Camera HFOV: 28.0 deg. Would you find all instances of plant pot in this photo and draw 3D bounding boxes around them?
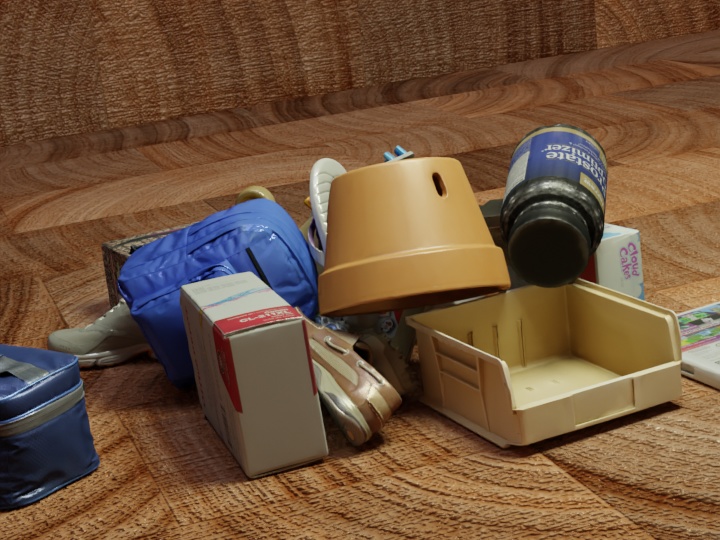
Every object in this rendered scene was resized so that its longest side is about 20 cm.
[{"bbox_3d":[0.046,-0.035,1.496,0.200,0.140,0.200,-9,-6,-1],"label":"plant pot"}]

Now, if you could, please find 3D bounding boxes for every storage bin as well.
[{"bbox_3d":[0.182,0.088,1.430,0.200,0.094,0.199,-13,16,-24],"label":"storage bin"}]

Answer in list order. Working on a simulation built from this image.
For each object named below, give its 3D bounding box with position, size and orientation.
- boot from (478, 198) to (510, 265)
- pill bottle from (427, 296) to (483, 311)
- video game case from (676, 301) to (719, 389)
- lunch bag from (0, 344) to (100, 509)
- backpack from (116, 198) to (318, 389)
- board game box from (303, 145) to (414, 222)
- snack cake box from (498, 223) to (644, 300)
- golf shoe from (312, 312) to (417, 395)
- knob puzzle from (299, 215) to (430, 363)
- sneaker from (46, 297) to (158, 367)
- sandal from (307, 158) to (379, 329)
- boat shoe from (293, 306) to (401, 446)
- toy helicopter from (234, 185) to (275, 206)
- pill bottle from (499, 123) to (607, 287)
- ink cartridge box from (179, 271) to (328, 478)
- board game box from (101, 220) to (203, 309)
[{"bbox_3d":[0.122,-0.042,1.728,0.074,0.076,0.200,-34,24,-33],"label":"boot"},{"bbox_3d":[0.040,0.012,1.714,0.200,0.120,0.120,2,17,29],"label":"pill bottle"},{"bbox_3d":[0.404,0.072,1.530,0.200,0.023,0.182,-15,17,-23],"label":"video game case"},{"bbox_3d":[-0.364,0.137,1.410,0.200,0.132,0.136,5,19,35],"label":"lunch bag"},{"bbox_3d":[-0.144,0.030,1.593,0.200,0.163,0.168,-25,24,6],"label":"backpack"},{"bbox_3d":[-0.030,-0.061,1.890,0.026,0.200,0.200,41,39,18],"label":"board game box"},{"bbox_3d":[0.241,-0.002,1.689,0.067,0.115,0.200,-15,18,-28],"label":"snack cake box"},{"bbox_3d":[-0.019,0.108,1.526,0.097,0.078,0.200,-35,22,-22],"label":"golf shoe"},{"bbox_3d":[0.000,0.000,1.651,0.220,0.220,0.030,2,-9,29],"label":"knob puzzle"},{"bbox_3d":[-0.280,0.060,1.727,0.200,0.092,0.076,-5,15,6],"label":"sneaker"},{"bbox_3d":[-0.031,-0.029,1.612,0.050,0.203,0.082,-22,-20,32],"label":"sandal"},{"bbox_3d":[-0.020,0.096,1.445,0.072,0.076,0.200,-32,43,-7],"label":"boat shoe"},{"bbox_3d":[-0.144,-0.007,1.710,0.132,0.200,0.079,16,21,13],"label":"toy helicopter"},{"bbox_3d":[0.209,-0.069,1.562,0.112,0.112,0.200,-3,31,13],"label":"pill bottle"},{"bbox_3d":[-0.108,0.095,1.422,0.083,0.146,0.200,-14,17,-15],"label":"ink cartridge box"},{"bbox_3d":[-0.226,0.010,1.877,0.159,0.097,0.200,-15,17,-26],"label":"board game box"}]
